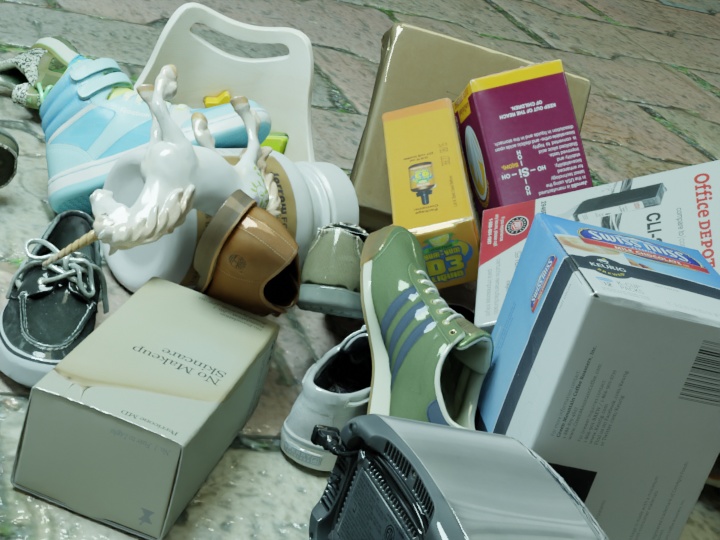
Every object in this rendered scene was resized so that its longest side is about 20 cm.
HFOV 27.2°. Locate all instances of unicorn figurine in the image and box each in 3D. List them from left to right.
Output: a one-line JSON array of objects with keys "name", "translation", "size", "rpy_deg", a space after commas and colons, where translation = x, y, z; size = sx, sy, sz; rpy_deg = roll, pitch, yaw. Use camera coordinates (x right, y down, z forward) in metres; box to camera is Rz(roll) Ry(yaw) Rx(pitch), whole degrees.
[{"name": "unicorn figurine", "translation": [-0.128, -0.071, 1.074], "size": [0.199, 0.074, 0.138], "rpy_deg": [6, 64, -35]}]

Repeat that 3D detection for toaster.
[{"name": "toaster", "translation": [0.056, 0.161, 0.870], "size": [0.128, 0.114, 0.200], "rpy_deg": [9, 21, -28]}]

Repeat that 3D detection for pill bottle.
[{"name": "pill bottle", "translation": [-0.102, -0.043, 1.214], "size": [0.199, 0.115, 0.114], "rpy_deg": [-4, 31, -42]}]

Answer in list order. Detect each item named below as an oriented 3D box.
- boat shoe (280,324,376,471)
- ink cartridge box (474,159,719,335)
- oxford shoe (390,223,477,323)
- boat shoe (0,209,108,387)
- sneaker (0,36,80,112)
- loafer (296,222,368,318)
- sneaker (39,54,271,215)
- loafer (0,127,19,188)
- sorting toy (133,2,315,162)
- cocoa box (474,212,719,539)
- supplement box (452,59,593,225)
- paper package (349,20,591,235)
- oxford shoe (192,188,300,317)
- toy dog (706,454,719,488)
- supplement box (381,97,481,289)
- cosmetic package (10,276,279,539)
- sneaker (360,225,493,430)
[{"name": "boat shoe", "translation": [0.002, 0.076, 1.076], "size": [0.072, 0.069, 0.200], "rpy_deg": [26, 24, 21]}, {"name": "ink cartridge box", "translation": [0.195, 0.007, 1.136], "size": [0.198, 0.084, 0.145], "rpy_deg": [-11, 38, 16]}, {"name": "oxford shoe", "translation": [0.071, 0.020, 1.259], "size": [0.073, 0.072, 0.200], "rpy_deg": [-10, 36, -42]}, {"name": "boat shoe", "translation": [-0.214, 0.014, 1.060], "size": [0.073, 0.069, 0.200], "rpy_deg": [15, 23, -5]}, {"name": "sneaker", "translation": [-0.289, -0.163, 1.434], "size": [0.088, 0.077, 0.200], "rpy_deg": [-19, 35, -36]}, {"name": "loafer", "translation": [0.000, 0.000, 1.170], "size": [0.075, 0.070, 0.200], "rpy_deg": [9, 1, 8]}, {"name": "sneaker", "translation": [-0.182, -0.137, 1.254], "size": [0.199, 0.131, 0.080], "rpy_deg": [-18, -17, 1]}, {"name": "loafer", "translation": [-0.351, -0.070, 1.169], "size": [0.199, 0.076, 0.070], "rpy_deg": [-13, 48, -43]}, {"name": "sorting toy", "translation": [-0.124, -0.143, 1.342], "size": [0.198, 0.181, 0.107], "rpy_deg": [15, 23, -8]}, {"name": "cocoa box", "translation": [0.158, 0.085, 0.997], "size": [0.132, 0.201, 0.131], "rpy_deg": [12, 23, -15]}, {"name": "supplement box", "translation": [0.150, -0.070, 1.305], "size": [0.085, 0.202, 0.110], "rpy_deg": [-13, -4, -6]}, {"name": "paper package", "translation": [0.096, -0.114, 1.411], "size": [0.198, 0.192, 0.103], "rpy_deg": [15, -5, -5]}, {"name": "oxford shoe", "translation": [-0.079, 0.014, 1.072], "size": [0.071, 0.072, 0.200], "rpy_deg": [33, -18, 4]}, {"name": "toy dog", "translation": [0.307, 0.122, 1.110], "size": [0.193, 0.140, 0.200], "rpy_deg": [-7, 34, -44]}, {"name": "supplement box", "translation": [0.060, -0.066, 1.251], "size": [0.066, 0.069, 0.201], "rpy_deg": [-12, 33, 6]}, {"name": "cosmetic package", "translation": [-0.132, 0.083, 0.960], "size": [0.103, 0.074, 0.200], "rpy_deg": [20, 22, 6]}, {"name": "sneaker", "translation": [0.053, 0.052, 1.022], "size": [0.067, 0.089, 0.202], "rpy_deg": [36, 44, -46]}]
